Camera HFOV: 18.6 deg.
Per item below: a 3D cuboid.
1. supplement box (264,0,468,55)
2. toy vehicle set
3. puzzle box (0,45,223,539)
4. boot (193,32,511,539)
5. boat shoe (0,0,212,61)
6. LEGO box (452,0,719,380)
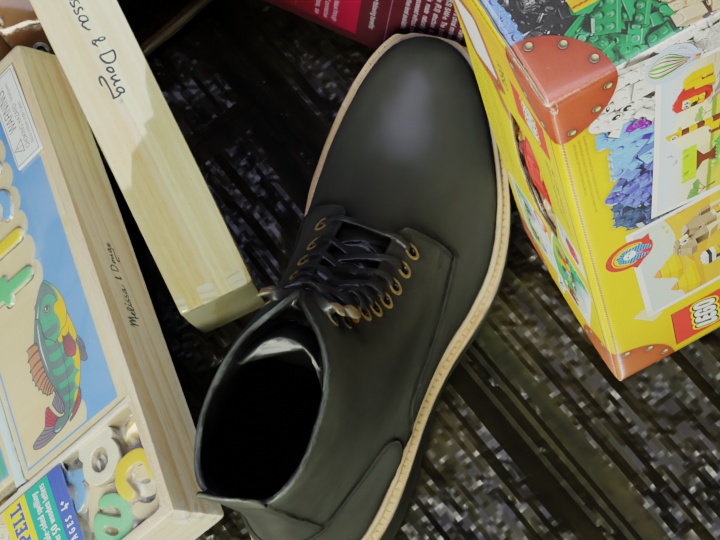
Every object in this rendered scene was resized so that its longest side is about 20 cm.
[{"bbox_3d":[0.006,-0.134,0.808,0.200,0.109,0.061,25,69,3],"label":"supplement box"},{"bbox_3d":[-0.091,-0.075,0.782,0.026,0.124,0.200,-26,87,-2],"label":"toy vehicle set"},{"bbox_3d":[-0.129,0.035,0.799,0.133,0.025,0.200,-41,57,30],"label":"puzzle box"},{"bbox_3d":[0.000,0.000,0.740,0.077,0.138,0.201,8,78,13],"label":"boot"},{"bbox_3d":[-0.120,-0.100,0.873,0.200,0.072,0.068,-43,62,-9],"label":"boat shoe"},{"bbox_3d":[0.120,-0.066,0.727,0.149,0.200,0.077,-29,61,-1],"label":"LEGO box"}]
